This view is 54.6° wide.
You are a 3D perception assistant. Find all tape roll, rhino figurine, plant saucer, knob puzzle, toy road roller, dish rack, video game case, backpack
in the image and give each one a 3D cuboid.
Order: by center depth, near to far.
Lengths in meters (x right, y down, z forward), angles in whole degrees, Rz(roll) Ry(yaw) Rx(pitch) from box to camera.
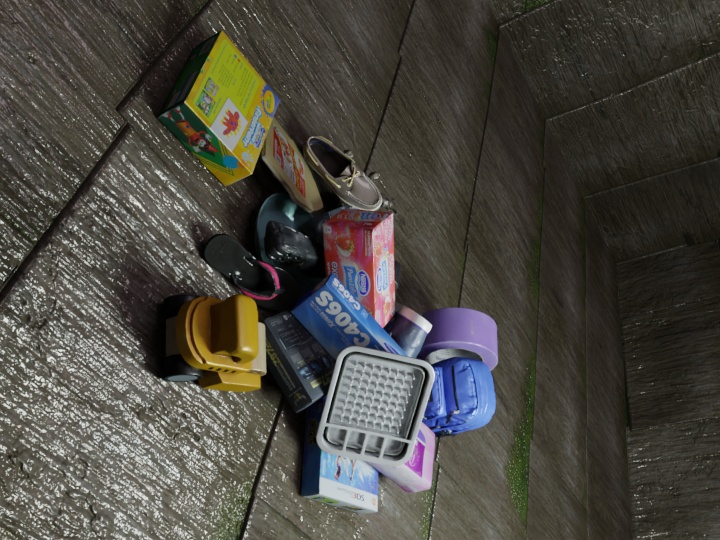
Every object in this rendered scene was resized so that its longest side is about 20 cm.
[{"bbox_3d":[-0.189,0.102,1.027,0.199,0.144,0.125,21,58,-52],"label":"toy road roller"},{"bbox_3d":[0.023,0.223,1.177,0.044,0.169,0.203,-99,-157,-72],"label":"dish rack"},{"bbox_3d":[-0.031,0.324,1.275,0.181,0.045,0.203,36,47,-47],"label":"video game case"},{"bbox_3d":[-0.135,-0.041,1.288,0.199,0.036,0.203,31,52,-49],"label":"plant saucer"},{"bbox_3d":[-0.135,-0.188,1.339,0.221,0.030,0.221,56,16,-26],"label":"knob puzzle"},{"bbox_3d":[0.000,-0.179,1.482,0.199,0.060,0.088,40,40,3],"label":"rhino figurine"},{"bbox_3d":[0.179,0.273,1.486,0.167,0.198,0.165,15,64,-54],"label":"backpack"},{"bbox_3d":[0.213,0.168,1.589,0.200,0.198,0.086,38,46,-43],"label":"tape roll"}]

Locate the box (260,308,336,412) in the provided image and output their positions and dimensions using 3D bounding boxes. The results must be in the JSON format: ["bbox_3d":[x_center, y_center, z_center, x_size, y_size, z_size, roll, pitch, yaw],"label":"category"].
[{"bbox_3d":[-0.085,0.141,1.228,0.159,0.051,0.199,56,31,8],"label":"box"}]

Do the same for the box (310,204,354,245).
[{"bbox_3d":[-0.027,-0.048,1.417,0.200,0.043,0.162,-33,105,-71],"label":"box"}]

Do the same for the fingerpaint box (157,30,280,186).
[{"bbox_3d":[-0.237,-0.278,1.199,0.167,0.073,0.202,46,41,-36],"label":"fingerpaint box"}]

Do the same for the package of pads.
[{"bbox_3d":[0.071,0.331,1.325,0.200,0.075,0.122,47,39,-42],"label":"package of pads"}]

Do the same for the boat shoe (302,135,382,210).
[{"bbox_3d":[-0.036,-0.197,1.413,0.200,0.072,0.060,42,-10,2],"label":"boat shoe"}]

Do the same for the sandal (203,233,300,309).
[{"bbox_3d":[-0.176,0.012,1.159,0.199,0.045,0.075,37,90,-37],"label":"sandal"}]

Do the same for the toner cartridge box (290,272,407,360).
[{"bbox_3d":[-0.019,0.110,1.208,0.200,0.095,0.043,47,31,-10],"label":"toner cartridge box"}]

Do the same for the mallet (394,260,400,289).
[{"bbox_3d":[0.047,-0.032,1.525,0.201,0.041,0.067,62,27,-51],"label":"mallet"}]

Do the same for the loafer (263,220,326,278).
[{"bbox_3d":[-0.098,-0.036,1.244,0.200,0.067,0.071,25,50,-54],"label":"loafer"}]

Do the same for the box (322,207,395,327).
[{"bbox_3d":[0.000,0.000,1.239,0.095,0.098,0.203,-42,135,-57],"label":"box"}]

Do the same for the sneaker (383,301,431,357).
[{"bbox_3d":[0.055,0.140,1.336,0.080,0.200,0.147,35,85,-14],"label":"sneaker"}]
